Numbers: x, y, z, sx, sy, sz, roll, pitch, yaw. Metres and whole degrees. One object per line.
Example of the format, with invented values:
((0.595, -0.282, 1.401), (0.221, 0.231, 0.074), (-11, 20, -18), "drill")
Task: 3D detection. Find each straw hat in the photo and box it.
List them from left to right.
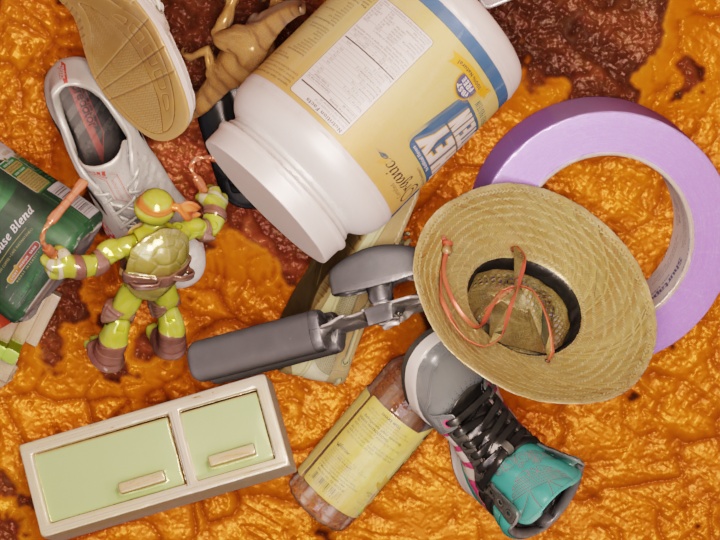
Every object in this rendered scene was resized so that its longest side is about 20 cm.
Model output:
((0.112, 0.035, 1.579), (0.201, 0.201, 0.085), (26, 140, -10), "straw hat")

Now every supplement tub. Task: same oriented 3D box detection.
((0.001, -0.118, 1.530), (0.200, 0.145, 0.145), (-45, 103, -7), "supplement tub")

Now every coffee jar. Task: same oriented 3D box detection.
((-0.298, -0.060, 1.587), (0.200, 0.085, 0.104), (38, 108, -1), "coffee jar")

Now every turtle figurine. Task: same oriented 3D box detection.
((-0.148, -0.004, 1.574), (0.200, 0.064, 0.162), (-24, 138, -37), "turtle figurine")

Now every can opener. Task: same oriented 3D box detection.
((-0.038, 0.032, 1.600), (0.199, 0.053, 0.067), (-15, 79, 21), "can opener")

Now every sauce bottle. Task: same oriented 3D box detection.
((0.027, 0.114, 1.680), (0.066, 0.066, 0.200), (39, 101, -12), "sauce bottle")

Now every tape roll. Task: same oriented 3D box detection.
((0.184, -0.031, 1.653), (0.199, 0.066, 0.201), (-1, 105, -3), "tape roll")

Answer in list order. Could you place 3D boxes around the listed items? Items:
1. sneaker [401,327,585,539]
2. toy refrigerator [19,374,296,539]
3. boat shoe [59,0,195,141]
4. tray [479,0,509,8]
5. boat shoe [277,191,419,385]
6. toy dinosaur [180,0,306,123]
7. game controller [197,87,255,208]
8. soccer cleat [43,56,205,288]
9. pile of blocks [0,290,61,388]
((0.107, 0.135, 1.624), (0.084, 0.121, 0.200), (-42, 134, -12), "sneaker")
((-0.157, 0.146, 1.662), (0.199, 0.070, 0.076), (-16, 79, 0), "toy refrigerator")
((-0.173, -0.193, 1.575), (0.071, 0.069, 0.200), (-26, 95, 30), "boat shoe")
((0.105, -0.308, 1.596), (0.107, 0.022, 0.200), (-21, 105, 3), "tray")
((0.000, 0.002, 1.641), (0.063, 0.073, 0.201), (18, 114, -23), "boat shoe")
((-0.078, -0.173, 1.572), (0.060, 0.107, 0.200), (17, 143, -30), "toy dinosaur")
((-0.022, -0.119, 1.635), (0.199, 0.042, 0.105), (-17, 91, 0), "game controller")
((-0.179, -0.068, 1.608), (0.068, 0.085, 0.200), (-26, 105, 3), "soccer cleat")
((-0.318, 0.077, 1.650), (0.200, 0.062, 0.082), (-37, 104, 7), "pile of blocks")
